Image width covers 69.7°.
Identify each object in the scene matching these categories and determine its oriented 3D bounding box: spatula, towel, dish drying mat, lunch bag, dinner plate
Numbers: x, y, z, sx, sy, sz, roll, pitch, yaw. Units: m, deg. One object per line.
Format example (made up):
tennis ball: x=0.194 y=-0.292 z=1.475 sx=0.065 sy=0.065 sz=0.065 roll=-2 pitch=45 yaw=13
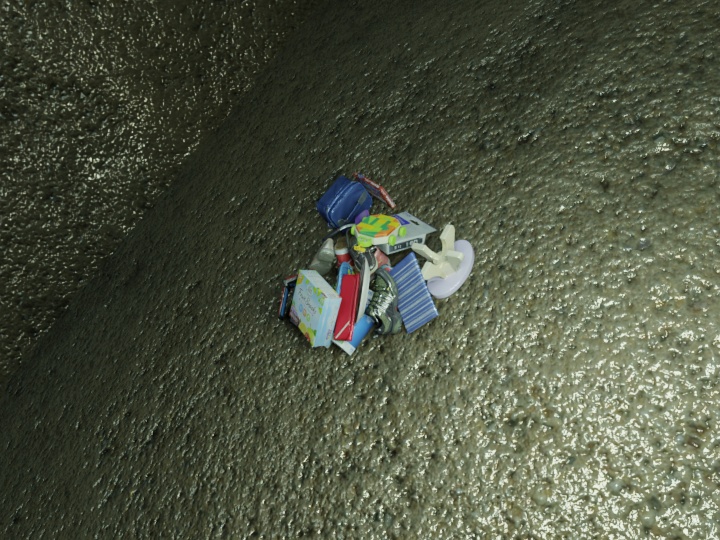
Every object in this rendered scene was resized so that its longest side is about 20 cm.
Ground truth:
spatula: x=-0.053 y=-0.147 z=1.775 sx=0.198 sy=0.021 sz=0.057 roll=-27 pitch=44 yaw=15
towel: x=0.148 y=0.065 z=1.502 sx=0.145 sy=0.024 sz=0.203 roll=-42 pitch=61 yaw=47
dish drying mat: x=-0.042 y=0.112 z=1.572 sx=0.076 sy=0.018 sz=0.204 roll=-4 pitch=74 yaw=47
lunch bag: x=-0.061 y=-0.242 z=1.948 sx=0.201 sy=0.136 sz=0.132 roll=-52 pitch=41 yaw=-9
dinner plate: x=0.007 y=0.061 z=1.538 sx=0.024 sy=0.202 sz=0.203 roll=8 pitch=53 yaw=-2

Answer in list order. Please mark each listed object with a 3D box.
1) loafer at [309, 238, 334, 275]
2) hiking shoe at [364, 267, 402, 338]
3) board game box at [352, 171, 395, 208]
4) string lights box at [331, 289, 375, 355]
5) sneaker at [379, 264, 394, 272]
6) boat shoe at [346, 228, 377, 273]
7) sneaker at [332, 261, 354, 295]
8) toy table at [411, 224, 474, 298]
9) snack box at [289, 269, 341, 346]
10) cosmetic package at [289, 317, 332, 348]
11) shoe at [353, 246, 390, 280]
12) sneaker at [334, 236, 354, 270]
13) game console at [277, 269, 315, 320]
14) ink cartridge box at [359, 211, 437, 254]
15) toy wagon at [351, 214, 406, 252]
loafer: x=-0.130 y=-0.044 z=1.835 sx=0.200 sy=0.071 sz=0.064 roll=129 pitch=154 yaw=-59
hiking shoe: x=0.059 y=0.095 z=1.523 sx=0.075 sy=0.099 sz=0.204 roll=-15 pitch=87 yaw=62
board game box: x=0.049 y=-0.304 z=1.936 sx=0.019 sy=0.103 sz=0.200 roll=-45 pitch=40 yaw=-3
string lights box: x=-0.013 y=0.155 z=1.634 sx=0.201 sy=0.059 sz=0.102 roll=-53 pitch=38 yaw=-10
sneaker: x=0.109 y=0.048 z=1.611 sx=0.199 sy=0.079 sz=0.096 roll=25 pitch=76 yaw=48
boat shoe: x=-0.004 y=-0.063 z=1.667 sx=0.071 sy=0.065 sz=0.201 roll=-31 pitch=43 yaw=6
sneaker: x=-0.073 y=0.061 z=1.665 sx=0.082 sy=0.070 sz=0.203 roll=-11 pitch=57 yaw=41
toy table: x=0.248 y=-0.031 z=1.536 sx=0.182 sy=0.117 sz=0.202 roll=2 pitch=59 yaw=40
snack box: x=-0.146 y=0.115 z=1.634 sx=0.200 sy=0.067 sz=0.171 roll=41 pitch=122 yaw=49
cosmetic package: x=-0.133 y=0.153 z=1.740 sx=0.151 sy=0.052 sz=0.199 roll=-51 pitch=41 yaw=-11
shoe: x=0.000 y=0.000 z=1.729 sx=0.199 sy=0.091 sz=0.072 roll=-35 pitch=41 yaw=10
sneaker: x=-0.046 y=-0.053 z=1.833 sx=0.070 sy=0.114 sz=0.200 roll=-6 pitch=18 yaw=13
game console: x=-0.219 y=0.087 z=1.803 sx=0.170 sy=0.200 sz=0.120 roll=-19 pitch=85 yaw=-8
ink cartridge box: x=0.123 y=-0.130 z=1.737 sx=0.197 sy=0.044 sz=0.198 roll=-17 pitch=32 yaw=-23
toy wagon: x=0.046 y=-0.119 z=1.638 sx=0.153 sy=0.040 sz=0.200 roll=17 pitch=35 yaw=28
